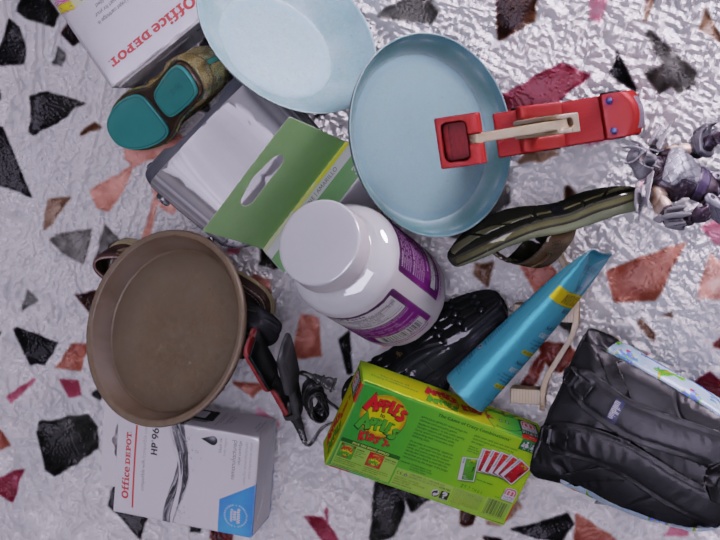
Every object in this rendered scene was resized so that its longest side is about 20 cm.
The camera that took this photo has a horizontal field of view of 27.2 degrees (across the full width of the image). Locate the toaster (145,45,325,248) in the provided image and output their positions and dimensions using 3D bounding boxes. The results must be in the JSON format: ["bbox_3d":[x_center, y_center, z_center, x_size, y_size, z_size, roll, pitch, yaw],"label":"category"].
[{"bbox_3d":[-0.112,-0.115,1.522,0.200,0.114,0.129,-45,88,5],"label":"toaster"}]

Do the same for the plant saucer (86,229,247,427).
[{"bbox_3d":[-0.193,0.059,1.499,0.199,0.029,0.201,-7,75,29],"label":"plant saucer"}]

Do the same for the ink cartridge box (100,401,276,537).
[{"bbox_3d":[-0.197,0.206,1.595,0.199,0.068,0.117,8,104,13],"label":"ink cartridge box"}]

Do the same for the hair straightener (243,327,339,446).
[{"bbox_3d":[-0.060,0.127,1.512,0.077,0.200,0.041,7,55,17],"label":"hair straightener"}]

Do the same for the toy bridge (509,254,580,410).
[{"bbox_3d":[0.189,0.043,1.509,0.067,0.027,0.201,2,96,12],"label":"toy bridge"}]

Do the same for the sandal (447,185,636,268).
[{"bbox_3d":[0.183,-0.033,1.453,0.200,0.080,0.058,-15,106,5],"label":"sandal"}]

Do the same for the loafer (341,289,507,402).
[{"bbox_3d":[0.072,0.095,1.531,0.200,0.068,0.070,-38,122,9],"label":"loafer"}]

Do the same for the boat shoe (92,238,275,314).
[{"bbox_3d":[-0.190,0.020,1.575,0.199,0.072,0.072,22,101,10],"label":"boat shoe"}]

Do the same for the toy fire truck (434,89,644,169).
[{"bbox_3d":[0.174,-0.138,1.425,0.199,0.141,0.049,-9,94,8],"label":"toy fire truck"}]

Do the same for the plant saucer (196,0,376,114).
[{"bbox_3d":[-0.078,-0.230,1.480,0.201,0.201,0.039,49,138,4],"label":"plant saucer"}]

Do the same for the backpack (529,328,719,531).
[{"bbox_3d":[0.293,0.168,1.450,0.199,0.154,0.164,23,96,32],"label":"backpack"}]

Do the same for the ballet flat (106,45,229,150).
[{"bbox_3d":[-0.195,-0.179,1.543,0.200,0.071,0.071,-27,89,53],"label":"ballet flat"}]

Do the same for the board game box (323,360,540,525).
[{"bbox_3d":[0.073,0.175,1.500,0.199,0.048,0.102,20,109,-12],"label":"board game box"}]

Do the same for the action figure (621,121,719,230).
[{"bbox_3d":[0.340,-0.077,1.424,0.199,0.069,0.131,26,66,-3],"label":"action figure"}]

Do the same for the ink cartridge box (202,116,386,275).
[{"bbox_3d":[-0.045,-0.063,1.467,0.048,0.200,0.146,45,105,26],"label":"ink cartridge box"}]

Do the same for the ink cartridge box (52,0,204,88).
[{"bbox_3d":[-0.244,-0.310,1.546,0.145,0.084,0.200,-35,87,15],"label":"ink cartridge box"}]

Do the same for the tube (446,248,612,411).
[{"bbox_3d":[0.169,0.052,1.466,0.050,0.077,0.200,45,103,13],"label":"tube"}]

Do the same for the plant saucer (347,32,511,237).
[{"bbox_3d":[0.065,-0.132,1.460,0.027,0.199,0.201,-5,96,54],"label":"plant saucer"}]

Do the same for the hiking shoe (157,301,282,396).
[{"bbox_3d":[-0.159,0.095,1.537,0.199,0.076,0.101,-19,49,41],"label":"hiking shoe"}]

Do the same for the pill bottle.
[{"bbox_3d":[0.000,0.000,1.445,0.112,0.200,0.113,-7,71,22],"label":"pill bottle"}]
